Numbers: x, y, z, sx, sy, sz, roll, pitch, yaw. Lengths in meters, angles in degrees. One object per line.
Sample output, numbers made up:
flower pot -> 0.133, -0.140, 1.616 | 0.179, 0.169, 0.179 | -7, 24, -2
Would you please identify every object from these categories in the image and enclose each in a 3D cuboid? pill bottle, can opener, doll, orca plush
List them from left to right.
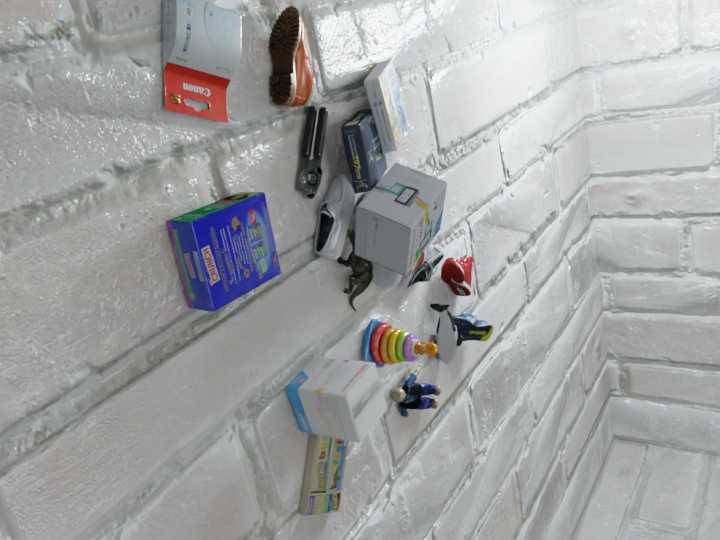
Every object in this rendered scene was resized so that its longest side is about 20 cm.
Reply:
can opener -> -0.108, -0.266, 1.529 | 0.067, 0.052, 0.205 | 76, 22, -80
pill bottle -> 0.105, -0.040, 1.776 | 0.199, 0.110, 0.115 | -35, 119, -49
doll -> 0.153, 0.350, 1.917 | 0.198, 0.048, 0.140 | 11, 91, -48
orca plush -> 0.245, 0.181, 2.053 | 0.104, 0.071, 0.203 | -26, 116, -2

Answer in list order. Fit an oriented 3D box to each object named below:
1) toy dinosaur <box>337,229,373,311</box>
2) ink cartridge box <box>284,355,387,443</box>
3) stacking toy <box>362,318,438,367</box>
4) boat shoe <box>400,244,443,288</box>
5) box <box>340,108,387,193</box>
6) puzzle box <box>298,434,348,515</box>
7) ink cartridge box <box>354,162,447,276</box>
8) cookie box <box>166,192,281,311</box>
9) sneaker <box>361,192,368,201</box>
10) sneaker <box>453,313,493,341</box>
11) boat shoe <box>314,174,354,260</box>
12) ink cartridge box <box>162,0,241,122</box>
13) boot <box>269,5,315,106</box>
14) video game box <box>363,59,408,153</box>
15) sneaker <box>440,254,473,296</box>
toy dinosaur -> 0.000, 0.000, 1.659 | 0.101, 0.076, 0.205 | -20, 105, -41
ink cartridge box -> -0.042, 0.285, 1.503 | 0.128, 0.197, 0.128 | -41, 124, -45
stacking toy -> 0.113, 0.193, 1.722 | 0.109, 0.197, 0.119 | 28, 68, -51
boat shoe -> 0.178, -0.003, 1.906 | 0.199, 0.067, 0.074 | -44, 163, -51
box -> 0.012, -0.293, 1.633 | 0.201, 0.050, 0.161 | -60, 141, -63
puzzle box -> -0.083, 0.471, 1.603 | 0.132, 0.025, 0.205 | 19, 76, -53
ink cartridge box -> 0.094, -0.122, 1.591 | 0.201, 0.144, 0.149 | -50, 154, -39
cookie box -> -0.255, -0.041, 1.290 | 0.199, 0.074, 0.175 | -32, 117, -50
sneaker -> 0.072, -0.187, 1.752 | 0.200, 0.079, 0.072 | -37, 122, -47
sneaker -> 0.333, 0.178, 2.158 | 0.197, 0.082, 0.075 | 15, 107, -37
boat shoe -> -0.068, -0.128, 1.570 | 0.068, 0.071, 0.205 | 19, 84, -53
ink cartridge box -> -0.289, -0.389, 1.249 | 0.159, 0.046, 0.205 | -2, 91, -55
boot -> -0.139, -0.453, 1.449 | 0.106, 0.074, 0.205 | -9, 107, -57
video game box -> 0.069, -0.420, 1.715 | 0.201, 0.046, 0.185 | -68, 143, -58
sneaker -> 0.303, -0.013, 2.111 | 0.201, 0.077, 0.118 | 59, 37, -54
